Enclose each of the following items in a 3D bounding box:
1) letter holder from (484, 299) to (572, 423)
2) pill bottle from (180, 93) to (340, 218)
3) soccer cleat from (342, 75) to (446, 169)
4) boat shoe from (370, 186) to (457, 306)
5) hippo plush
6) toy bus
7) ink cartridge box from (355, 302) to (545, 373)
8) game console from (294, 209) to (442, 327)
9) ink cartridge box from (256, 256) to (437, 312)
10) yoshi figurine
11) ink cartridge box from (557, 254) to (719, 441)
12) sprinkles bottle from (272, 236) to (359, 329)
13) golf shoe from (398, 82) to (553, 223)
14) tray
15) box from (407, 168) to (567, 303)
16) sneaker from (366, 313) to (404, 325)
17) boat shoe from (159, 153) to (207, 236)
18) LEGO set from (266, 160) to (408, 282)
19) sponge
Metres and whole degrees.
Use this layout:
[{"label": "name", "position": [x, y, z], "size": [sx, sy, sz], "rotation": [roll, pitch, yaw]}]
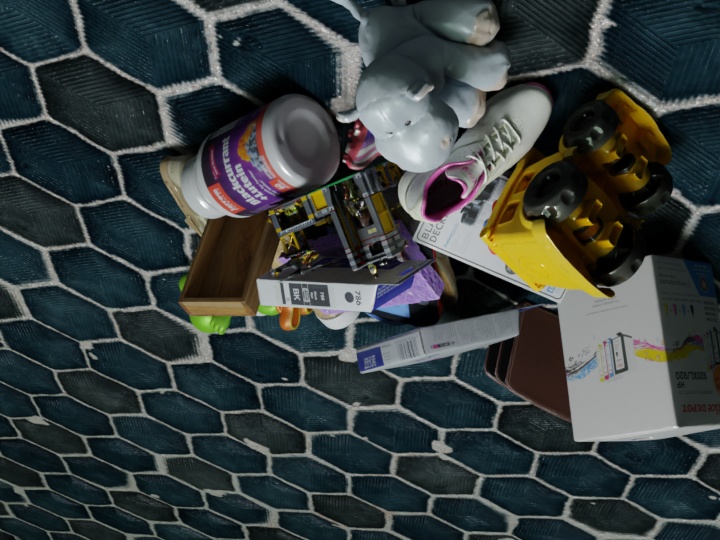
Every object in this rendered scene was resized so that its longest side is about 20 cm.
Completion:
[{"label": "letter holder", "position": [0.277, 0.156, 1.723], "size": [0.198, 0.144, 0.101], "rotation": [23, 150, -12]}, {"label": "pill bottle", "position": [-0.126, -0.127, 1.485], "size": [0.111, 0.112, 0.199], "rotation": [35, 145, -30]}, {"label": "soccer cleat", "position": [0.034, -0.168, 1.391], "size": [0.076, 0.067, 0.200], "rotation": [16, 148, -9]}, {"label": "boat shoe", "position": [0.080, -0.034, 1.579], "size": [0.073, 0.070, 0.201], "rotation": [4, 144, 33]}, {"label": "hippo plush", "position": [0.061, -0.191, 1.205], "size": [0.158, 0.162, 0.201], "rotation": [-21, 121, 21]}, {"label": "toy bus", "position": [0.216, -0.077, 1.340], "size": [0.135, 0.201, 0.191], "rotation": [40, 157, -26]}, {"label": "ink cartridge box", "position": [0.121, 0.093, 1.665], "size": [0.198, 0.044, 0.196], "rotation": [-8, 172, -26]}, {"label": "game console", "position": [0.006, -0.004, 1.581], "size": [0.198, 0.031, 0.178], "rotation": [14, 148, 18]}, {"label": "ink cartridge box", "position": [-0.015, 0.015, 1.461], "size": [0.198, 0.099, 0.040], "rotation": [1, 108, 34]}, {"label": "yoshi figurine", "position": [-0.171, 0.052, 1.814], "size": [0.198, 0.113, 0.113], "rotation": [8, 156, 20]}, {"label": "ink cartridge box", "position": [0.341, 0.099, 1.496], "size": [0.144, 0.203, 0.146], "rotation": [-16, 165, 43]}, {"label": "sprinkles bottle", "position": [-0.072, 0.002, 1.716], "size": [0.068, 0.069, 0.200], "rotation": [-6, 143, 33]}, {"label": "golf shoe", "position": [0.129, -0.118, 1.318], "size": [0.200, 0.092, 0.075], "rotation": [-42, 106, 9]}, {"label": "tray", "position": [-0.150, -0.037, 1.558], "size": [0.097, 0.202, 0.037], "rotation": [-1, 147, 27]}, {"label": "box", "position": [0.167, -0.056, 1.453], "size": [0.198, 0.060, 0.118], "rotation": [24, 108, -10]}, {"label": "sneaker", "position": [0.021, 0.009, 1.679], "size": [0.199, 0.071, 0.077], "rotation": [36, 152, -28]}, {"label": "boat shoe", "position": [-0.198, -0.080, 1.650], "size": [0.064, 0.072, 0.201], "rotation": [5, 141, 30]}, {"label": "LEGO set", "position": [-0.004, -0.048, 1.424], "size": [0.198, 0.154, 0.117], "rotation": [-20, 94, 27]}, {"label": "sponge", "position": [0.000, 0.000, 1.546], "size": [0.198, 0.030, 0.112], "rotation": [-10, 129, 41]}]
